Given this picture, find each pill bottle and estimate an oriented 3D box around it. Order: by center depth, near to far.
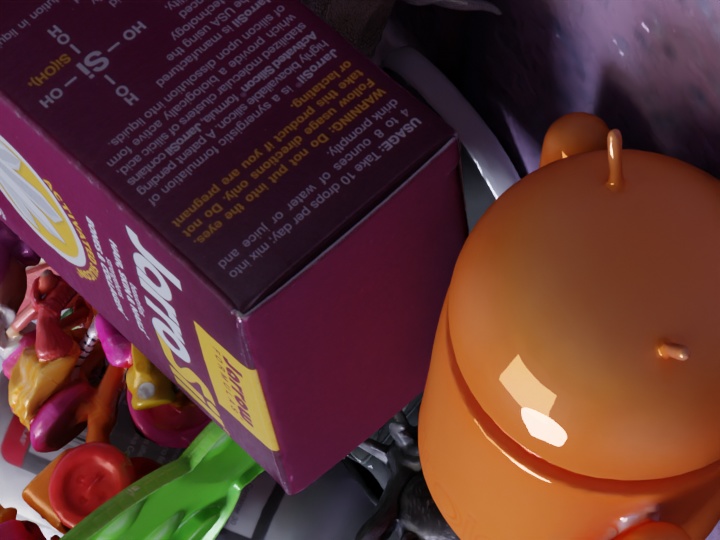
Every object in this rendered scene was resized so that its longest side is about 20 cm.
[{"bbox_3d":[-0.062,0.107,1.213,0.200,0.111,0.111,21,151,12],"label":"pill bottle"}]

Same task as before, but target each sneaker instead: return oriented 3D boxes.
[{"bbox_3d":[0.017,0.015,1.120,0.071,0.099,0.200,39,152,50],"label":"sneaker"}]

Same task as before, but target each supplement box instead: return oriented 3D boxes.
[{"bbox_3d":[-0.060,-0.039,1.028,0.200,0.103,0.131,41,160,27],"label":"supplement box"}]

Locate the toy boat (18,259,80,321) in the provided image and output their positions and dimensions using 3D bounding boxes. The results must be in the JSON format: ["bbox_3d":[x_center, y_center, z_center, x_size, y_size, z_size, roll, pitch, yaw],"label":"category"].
[{"bbox_3d":[-0.095,-0.002,1.282,0.200,0.131,0.131,-17,111,41],"label":"toy boat"}]

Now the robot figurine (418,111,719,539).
[{"bbox_3d":[0.081,0.036,0.961,0.116,0.144,0.200,29,155,10],"label":"robot figurine"}]

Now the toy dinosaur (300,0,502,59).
[{"bbox_3d":[-0.027,-0.104,1.079,0.103,0.077,0.200,71,158,10],"label":"toy dinosaur"}]

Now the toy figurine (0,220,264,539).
[{"bbox_3d":[-0.141,0.043,1.112,0.184,0.200,0.150,47,-176,16],"label":"toy figurine"}]

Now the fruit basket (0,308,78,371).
[{"bbox_3d":[-0.119,0.071,1.411,0.094,0.200,0.186,-122,10,-58],"label":"fruit basket"}]

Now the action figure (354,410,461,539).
[{"bbox_3d":[0.069,0.118,1.088,0.200,0.119,0.102,39,157,16],"label":"action figure"}]
